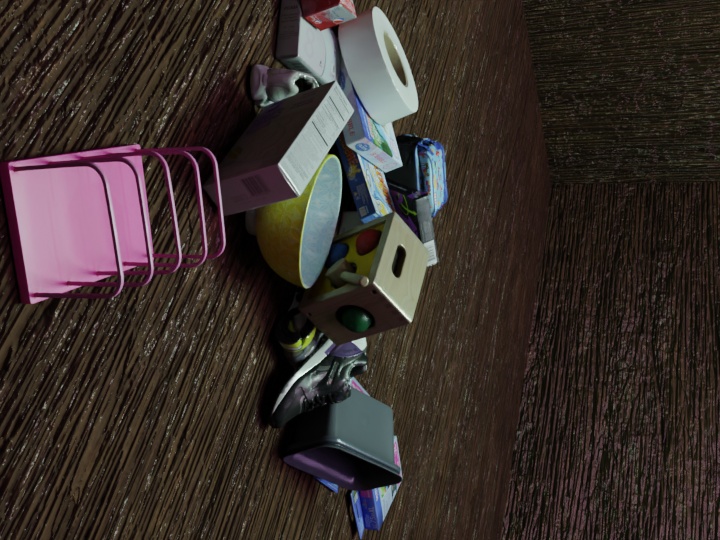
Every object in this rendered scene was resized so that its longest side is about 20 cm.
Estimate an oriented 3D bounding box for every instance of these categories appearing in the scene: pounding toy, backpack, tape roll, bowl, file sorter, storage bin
[{"bbox_3d":[0.001,0.013,1.223,0.142,0.184,0.200,46,42,-28],"label":"pounding toy"},{"bbox_3d":[0.119,-0.208,1.708,0.200,0.134,0.183,-42,131,-64],"label":"backpack"},{"bbox_3d":[0.034,-0.371,1.430,0.203,0.071,0.203,53,26,-40],"label":"tape roll"},{"bbox_3d":[-0.106,-0.082,1.165,0.200,0.107,0.201,13,90,-79],"label":"bowl"},{"bbox_3d":[-0.245,-0.056,0.824,0.200,0.125,0.139,-32,120,-64],"label":"file sorter"},{"bbox_3d":[-0.030,0.284,1.361,0.200,0.145,0.135,34,46,-36],"label":"storage bin"}]

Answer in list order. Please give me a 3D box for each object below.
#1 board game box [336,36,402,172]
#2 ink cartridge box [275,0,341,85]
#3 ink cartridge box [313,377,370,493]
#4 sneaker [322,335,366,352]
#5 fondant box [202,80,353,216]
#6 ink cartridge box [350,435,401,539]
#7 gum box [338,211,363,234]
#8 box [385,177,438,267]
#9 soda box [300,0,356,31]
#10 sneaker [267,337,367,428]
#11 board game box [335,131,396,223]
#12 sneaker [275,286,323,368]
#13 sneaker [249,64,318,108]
[{"bbox_3d":[0.006,-0.302,1.463,0.199,0.041,0.201,17,57,-67],"label":"board game box"},{"bbox_3d":[-0.079,-0.420,1.315,0.162,0.057,0.201,20,78,-67],"label":"ink cartridge box"},{"bbox_3d":[-0.032,0.310,1.492,0.119,0.042,0.200,57,42,-54],"label":"ink cartridge box"},{"bbox_3d":[-0.034,0.123,1.443,0.200,0.074,0.080,67,27,-62],"label":"sneaker"},{"bbox_3d":[-0.112,-0.171,1.095,0.058,0.144,0.200,56,42,-29],"label":"fondant box"},{"bbox_3d":[0.037,0.451,1.649,0.200,0.042,0.120,-48,134,-56],"label":"ink cartridge box"},{"bbox_3d":[0.000,0.000,1.508,0.114,0.066,0.201,48,47,-59],"label":"gum box"},{"bbox_3d":[0.079,-0.102,1.558,0.036,0.200,0.143,-22,117,-20],"label":"box"},{"bbox_3d":[-0.065,-0.495,1.259,0.063,0.070,0.201,11,67,-68],"label":"soda box"},{"bbox_3d":[-0.063,0.188,1.268,0.200,0.087,0.076,-47,165,-30],"label":"sneaker"},{"bbox_3d":[0.014,-0.164,1.464,0.135,0.034,0.200,32,37,-61],"label":"board game box"},{"bbox_3d":[-0.085,0.081,1.323,0.200,0.074,0.081,-56,154,-47],"label":"sneaker"},{"bbox_3d":[-0.096,-0.275,1.240,0.200,0.081,0.075,-5,94,-69],"label":"sneaker"}]
